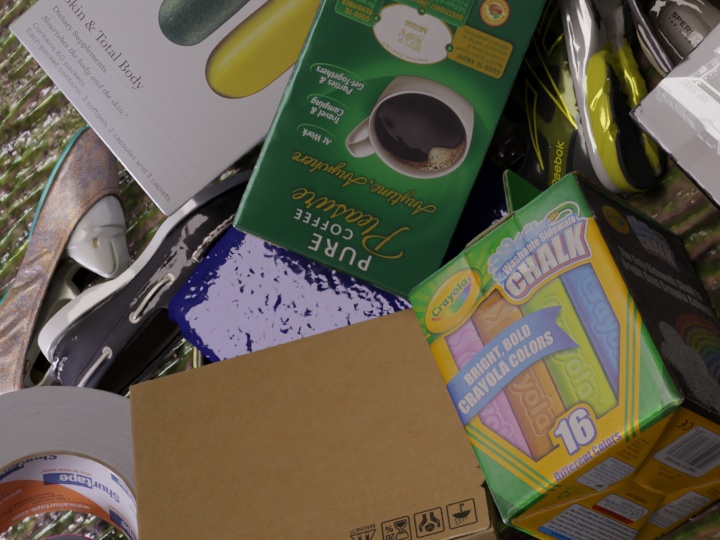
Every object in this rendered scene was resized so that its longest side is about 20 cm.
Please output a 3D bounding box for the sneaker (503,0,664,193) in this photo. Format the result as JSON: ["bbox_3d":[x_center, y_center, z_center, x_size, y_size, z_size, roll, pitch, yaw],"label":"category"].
[{"bbox_3d":[0.113,-0.128,1.555,0.084,0.074,0.201,-23,61,29],"label":"sneaker"}]

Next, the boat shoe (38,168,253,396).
[{"bbox_3d":[-0.115,0.012,1.675,0.200,0.074,0.060,-38,64,12],"label":"boat shoe"}]

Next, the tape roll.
[{"bbox_3d":[-0.179,0.168,1.583,0.199,0.066,0.201,1,52,-2],"label":"tape roll"}]

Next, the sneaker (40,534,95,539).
[{"bbox_3d":[-0.149,0.257,1.625,0.200,0.079,0.096,52,136,30],"label":"sneaker"}]

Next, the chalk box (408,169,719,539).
[{"bbox_3d":[0.118,0.038,1.461,0.124,0.124,0.201,-37,54,20],"label":"chalk box"}]

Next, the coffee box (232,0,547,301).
[{"bbox_3d":[0.018,-0.094,1.510,0.122,0.044,0.201,20,93,-4],"label":"coffee box"}]

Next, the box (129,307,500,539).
[{"bbox_3d":[-0.030,0.106,1.490,0.199,0.021,0.164,-16,50,9],"label":"box"}]

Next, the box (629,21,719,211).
[{"bbox_3d":[0.266,-0.094,1.400,0.200,0.050,0.158,-44,72,5],"label":"box"}]

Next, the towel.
[{"bbox_3d":[0.000,0.000,1.574,0.148,0.050,0.200,43,91,15],"label":"towel"}]

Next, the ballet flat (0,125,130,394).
[{"bbox_3d":[-0.189,0.005,1.748,0.067,0.068,0.201,28,97,22],"label":"ballet flat"}]

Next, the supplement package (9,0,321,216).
[{"bbox_3d":[-0.075,-0.166,1.623,0.200,0.151,0.152,-38,96,20],"label":"supplement package"}]

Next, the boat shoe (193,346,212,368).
[{"bbox_3d":[-0.065,0.104,1.612,0.072,0.060,0.203,-20,63,29],"label":"boat shoe"}]

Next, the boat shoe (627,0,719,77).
[{"bbox_3d":[0.214,-0.104,1.477,0.072,0.065,0.200,-48,53,9],"label":"boat shoe"}]
